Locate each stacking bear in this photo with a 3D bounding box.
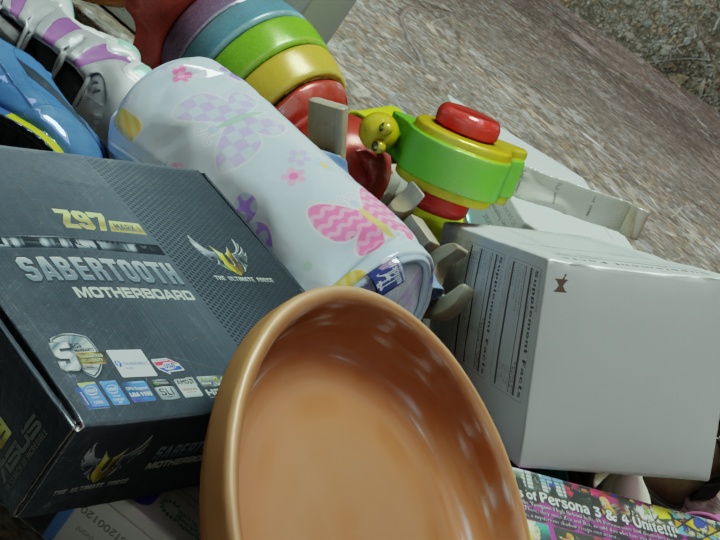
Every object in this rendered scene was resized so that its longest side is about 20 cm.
[{"bbox_3d":[-0.059,-0.111,0.901,0.113,0.122,0.200,-29,66,-30],"label":"stacking bear"}]

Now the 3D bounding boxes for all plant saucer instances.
[{"bbox_3d":[0.004,0.106,0.520,0.200,0.037,0.201,34,46,-44],"label":"plant saucer"}]

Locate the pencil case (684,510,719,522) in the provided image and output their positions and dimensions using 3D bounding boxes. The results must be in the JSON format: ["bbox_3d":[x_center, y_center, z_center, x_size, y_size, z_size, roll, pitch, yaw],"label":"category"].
[{"bbox_3d":[0.259,0.202,0.823,0.200,0.094,0.091,20,26,-40],"label":"pencil case"}]

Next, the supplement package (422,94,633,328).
[{"bbox_3d":[0.116,-0.015,1.022,0.155,0.111,0.200,27,22,-28],"label":"supplement package"}]

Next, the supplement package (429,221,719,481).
[{"bbox_3d":[0.117,0.040,0.777,0.113,0.110,0.200,6,6,-12],"label":"supplement package"}]

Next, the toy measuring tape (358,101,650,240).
[{"bbox_3d":[0.093,-0.054,0.836,0.199,0.074,0.074,20,23,-8],"label":"toy measuring tape"}]

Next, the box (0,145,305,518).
[{"bbox_3d":[-0.098,0.017,0.561,0.158,0.051,0.200,48,23,26],"label":"box"}]

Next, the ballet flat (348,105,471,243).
[{"bbox_3d":[0.021,-0.066,0.983,0.067,0.067,0.200,8,29,-19],"label":"ballet flat"}]

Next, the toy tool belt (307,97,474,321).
[{"bbox_3d":[0.000,0.000,0.781,0.125,0.123,0.200,6,37,-54],"label":"toy tool belt"}]

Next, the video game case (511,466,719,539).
[{"bbox_3d":[0.132,0.184,0.635,0.199,0.036,0.182,17,38,-19],"label":"video game case"}]

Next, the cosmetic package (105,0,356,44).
[{"bbox_3d":[-0.099,-0.268,1.078,0.199,0.200,0.123,40,20,8],"label":"cosmetic package"}]

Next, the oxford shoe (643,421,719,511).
[{"bbox_3d":[0.232,0.122,0.963,0.073,0.085,0.200,48,24,21],"label":"oxford shoe"}]

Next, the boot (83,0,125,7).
[{"bbox_3d":[-0.247,-0.231,0.946,0.199,0.074,0.155,24,20,-3],"label":"boot"}]

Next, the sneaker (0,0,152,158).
[{"bbox_3d":[-0.216,-0.132,0.789,0.140,0.078,0.200,10,25,-48],"label":"sneaker"}]

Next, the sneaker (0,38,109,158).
[{"bbox_3d":[-0.220,-0.107,0.719,0.200,0.066,0.078,41,27,-5],"label":"sneaker"}]

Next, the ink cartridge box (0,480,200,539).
[{"bbox_3d":[-0.071,0.080,0.605,0.198,0.043,0.200,38,22,0],"label":"ink cartridge box"}]

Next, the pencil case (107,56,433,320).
[{"bbox_3d":[-0.051,-0.029,0.710,0.091,0.083,0.200,-31,57,-23],"label":"pencil case"}]

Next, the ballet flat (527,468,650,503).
[{"bbox_3d":[0.145,0.137,0.805,0.067,0.070,0.200,34,20,-12],"label":"ballet flat"}]
